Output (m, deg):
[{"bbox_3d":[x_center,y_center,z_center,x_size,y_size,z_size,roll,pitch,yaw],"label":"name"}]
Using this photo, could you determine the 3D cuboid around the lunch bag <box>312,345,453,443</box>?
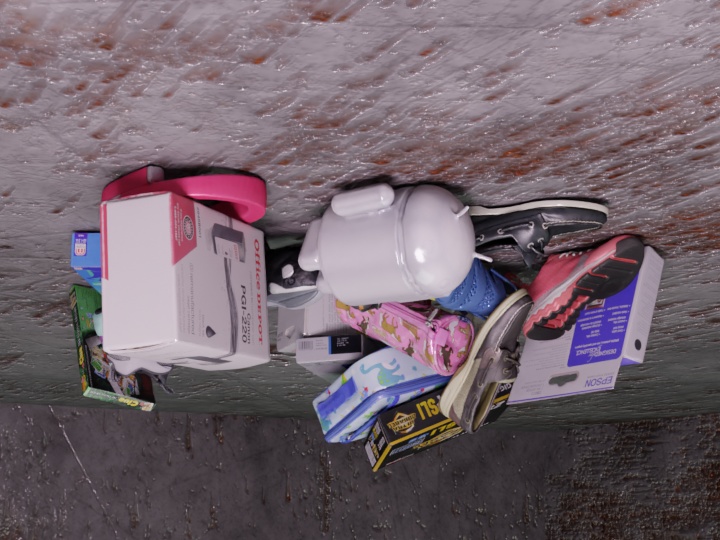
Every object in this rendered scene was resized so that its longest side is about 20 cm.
[{"bbox_3d":[0.031,0.168,1.584,0.159,0.083,0.200,-9,158,-33],"label":"lunch bag"}]

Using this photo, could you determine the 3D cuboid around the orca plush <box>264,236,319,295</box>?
[{"bbox_3d":[-0.111,-0.017,1.358,0.104,0.072,0.199,-16,-169,-23],"label":"orca plush"}]

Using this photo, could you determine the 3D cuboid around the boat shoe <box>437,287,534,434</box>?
[{"bbox_3d":[0.168,0.115,1.418,0.066,0.202,0.071,41,-152,24],"label":"boat shoe"}]

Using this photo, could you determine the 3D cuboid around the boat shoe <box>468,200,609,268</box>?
[{"bbox_3d":[0.171,-0.035,1.245,0.196,0.067,0.075,-2,167,10],"label":"boat shoe"}]

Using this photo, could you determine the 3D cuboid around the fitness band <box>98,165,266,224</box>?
[{"bbox_3d":[-0.184,-0.069,1.178,0.142,0.038,0.199,7,167,-40],"label":"fitness band"}]

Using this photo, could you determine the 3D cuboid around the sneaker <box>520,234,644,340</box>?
[{"bbox_3d":[0.263,0.003,1.423,0.073,0.088,0.200,14,137,-36],"label":"sneaker"}]

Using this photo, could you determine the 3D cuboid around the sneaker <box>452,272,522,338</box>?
[{"bbox_3d":[0.158,0.070,1.605,0.075,0.085,0.199,40,133,-18],"label":"sneaker"}]

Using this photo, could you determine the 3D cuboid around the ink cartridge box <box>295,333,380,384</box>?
[{"bbox_3d":[-0.021,0.131,1.657,0.098,0.040,0.200,-6,163,11],"label":"ink cartridge box"}]

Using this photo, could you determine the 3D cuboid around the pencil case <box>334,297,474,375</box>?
[{"bbox_3d":[0.053,0.064,1.478,0.082,0.088,0.199,-17,-150,-40],"label":"pencil case"}]

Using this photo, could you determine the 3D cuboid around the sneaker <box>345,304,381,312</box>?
[{"bbox_3d":[0.000,0.000,1.355,0.079,0.088,0.200,-6,166,17],"label":"sneaker"}]

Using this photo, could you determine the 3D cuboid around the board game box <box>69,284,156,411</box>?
[{"bbox_3d":[-0.348,0.106,1.597,0.104,0.201,0.024,18,123,-33],"label":"board game box"}]

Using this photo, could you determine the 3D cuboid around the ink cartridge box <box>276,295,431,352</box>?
[{"bbox_3d":[-0.011,0.076,1.694,0.197,0.085,0.145,4,165,-21],"label":"ink cartridge box"}]

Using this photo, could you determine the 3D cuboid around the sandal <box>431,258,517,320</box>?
[{"bbox_3d":[0.147,0.023,1.430,0.087,0.080,0.199,33,-171,24],"label":"sandal"}]

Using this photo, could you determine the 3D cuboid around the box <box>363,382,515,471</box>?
[{"bbox_3d":[0.108,0.203,1.569,0.198,0.050,0.160,-20,160,-15],"label":"box"}]

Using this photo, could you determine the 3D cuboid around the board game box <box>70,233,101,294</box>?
[{"bbox_3d":[-0.266,-0.003,1.432,0.150,0.046,0.200,0,169,0],"label":"board game box"}]

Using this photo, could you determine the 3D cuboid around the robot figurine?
[{"bbox_3d":[0.034,-0.026,1.181,0.198,0.114,0.170,-7,142,29],"label":"robot figurine"}]

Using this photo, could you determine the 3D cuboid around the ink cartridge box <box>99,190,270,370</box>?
[{"bbox_3d":[-0.169,0.016,1.135,0.084,0.148,0.200,-8,168,19],"label":"ink cartridge box"}]

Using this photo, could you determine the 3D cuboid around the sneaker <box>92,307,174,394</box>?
[{"bbox_3d":[-0.264,0.098,1.575,0.198,0.142,0.077,-16,-172,-32],"label":"sneaker"}]

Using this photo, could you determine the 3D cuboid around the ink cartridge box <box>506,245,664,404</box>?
[{"bbox_3d":[0.287,0.080,1.464,0.043,0.202,0.197,33,154,-24],"label":"ink cartridge box"}]

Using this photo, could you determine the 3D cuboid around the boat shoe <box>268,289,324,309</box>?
[{"bbox_3d":[-0.094,0.010,1.478,0.066,0.075,0.199,-13,-174,-41],"label":"boat shoe"}]
